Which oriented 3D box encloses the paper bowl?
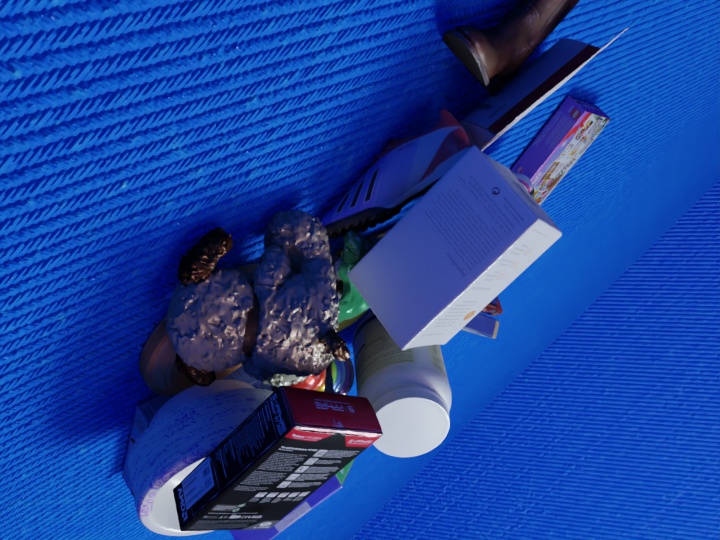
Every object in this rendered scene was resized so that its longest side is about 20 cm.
[{"bbox_3d":[-0.165,0.205,0.854,0.196,0.106,0.203,-18,141,-14],"label":"paper bowl"}]

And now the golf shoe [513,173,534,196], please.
[{"bbox_3d":[0.164,-0.117,0.987,0.197,0.095,0.072,-14,-179,-44],"label":"golf shoe"}]

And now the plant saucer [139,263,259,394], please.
[{"bbox_3d":[-0.162,0.075,0.867,0.198,0.032,0.202,-35,157,-17],"label":"plant saucer"}]

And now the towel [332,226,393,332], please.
[{"bbox_3d":[-0.011,0.022,1.044,0.142,0.023,0.202,-26,154,-37],"label":"towel"}]

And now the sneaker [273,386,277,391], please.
[{"bbox_3d":[-0.114,0.204,1.155,0.090,0.076,0.201,-39,168,-24],"label":"sneaker"}]

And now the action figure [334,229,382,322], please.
[{"bbox_3d":[0.000,0.000,0.911,0.117,0.055,0.201,-37,163,-10],"label":"action figure"}]

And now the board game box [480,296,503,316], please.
[{"bbox_3d":[0.160,0.006,1.067,0.019,0.106,0.199,-22,165,19],"label":"board game box"}]

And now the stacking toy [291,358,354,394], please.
[{"bbox_3d":[-0.062,0.144,1.055,0.085,0.086,0.200,-41,168,0],"label":"stacking toy"}]

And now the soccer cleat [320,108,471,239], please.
[{"bbox_3d":[0.033,-0.104,0.844,0.197,0.075,0.068,-29,174,11],"label":"soccer cleat"}]

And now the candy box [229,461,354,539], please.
[{"bbox_3d":[-0.086,0.273,1.024,0.168,0.078,0.200,-38,-179,12],"label":"candy box"}]

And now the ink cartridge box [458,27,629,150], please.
[{"bbox_3d":[0.189,-0.207,0.839,0.160,0.050,0.200,-39,179,-7],"label":"ink cartridge box"}]

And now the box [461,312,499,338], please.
[{"bbox_3d":[0.103,0.056,1.070,0.198,0.119,0.033,19,86,-51],"label":"box"}]

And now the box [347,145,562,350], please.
[{"bbox_3d":[0.109,-0.019,0.837,0.200,0.107,0.151,-44,161,16],"label":"box"}]

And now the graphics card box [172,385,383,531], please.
[{"bbox_3d":[-0.086,0.196,0.757,0.124,0.052,0.200,15,128,-44],"label":"graphics card box"}]

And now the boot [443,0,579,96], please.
[{"bbox_3d":[0.179,-0.279,0.753,0.200,0.064,0.186,-45,172,16],"label":"boot"}]

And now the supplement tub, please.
[{"bbox_3d":[0.062,0.166,1.149,0.140,0.202,0.148,-2,127,-3],"label":"supplement tub"}]

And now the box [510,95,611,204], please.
[{"bbox_3d":[0.302,-0.178,1.190,0.136,0.039,0.201,-9,141,-56],"label":"box"}]

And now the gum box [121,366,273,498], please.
[{"bbox_3d":[-0.212,0.202,0.996,0.197,0.045,0.172,-22,150,-39],"label":"gum box"}]

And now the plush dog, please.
[{"bbox_3d":[-0.109,0.051,0.745,0.167,0.161,0.205,2,112,-20],"label":"plush dog"}]
